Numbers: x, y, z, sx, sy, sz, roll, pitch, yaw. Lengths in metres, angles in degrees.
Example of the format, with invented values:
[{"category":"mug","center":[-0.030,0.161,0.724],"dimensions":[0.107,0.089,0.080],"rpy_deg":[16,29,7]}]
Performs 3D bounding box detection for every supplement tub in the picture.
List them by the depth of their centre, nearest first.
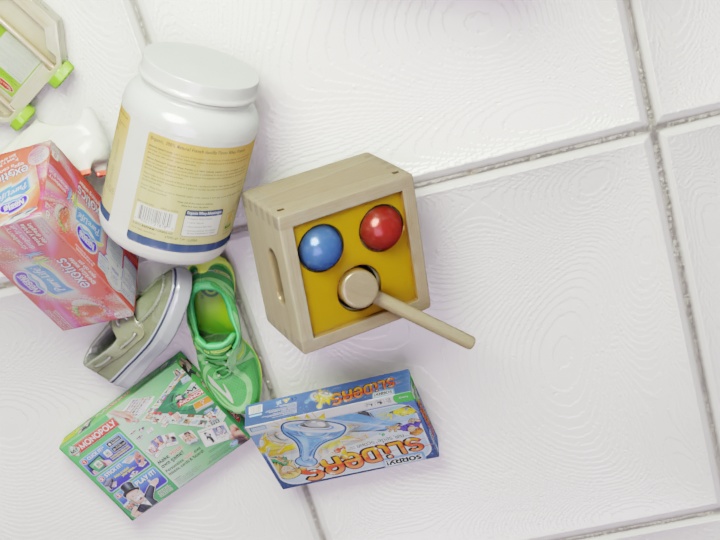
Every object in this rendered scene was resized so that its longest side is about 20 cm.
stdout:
[{"category":"supplement tub","center":[-0.187,-0.123,1.345],"dimensions":[0.144,0.145,0.201],"rpy_deg":[16,115,-3]}]

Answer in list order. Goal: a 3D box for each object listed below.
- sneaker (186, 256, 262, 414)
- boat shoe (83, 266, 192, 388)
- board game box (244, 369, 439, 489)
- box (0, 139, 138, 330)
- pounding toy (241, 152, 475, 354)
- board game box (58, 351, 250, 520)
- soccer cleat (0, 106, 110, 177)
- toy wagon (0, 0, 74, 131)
[{"category":"sneaker","center":[-0.165,0.084,1.472],"dimensions":[0.074,0.084,0.201],"rpy_deg":[-10,114,8]},{"category":"boat shoe","center":[-0.253,0.065,1.458],"dimensions":[0.062,0.072,0.200],"rpy_deg":[20,130,-24]},{"category":"board game box","center":[-0.020,0.189,1.512],"dimensions":[0.199,0.035,0.136],"rpy_deg":[-14,136,11]},{"category":"box","center":[-0.323,-0.032,1.372],"dimensions":[0.094,0.103,0.200],"rpy_deg":[-13,145,14]},{"category":"pounding toy","center":[0.000,0.000,1.364],"dimensions":[0.183,0.142,0.201],"rpy_deg":[-19,116,-21]},{"category":"board game box","center":[-0.249,0.204,1.565],"dimensions":[0.200,0.029,0.135],"rpy_deg":[-35,107,19]},{"category":"soccer cleat","center":[-0.364,-0.122,1.410],"dimensions":[0.199,0.069,0.078],"rpy_deg":[-13,85,17]},{"category":"toy wagon","center":[-0.409,-0.221,1.376],"dimensions":[0.155,0.040,0.200],"rpy_deg":[42,112,-14]}]
